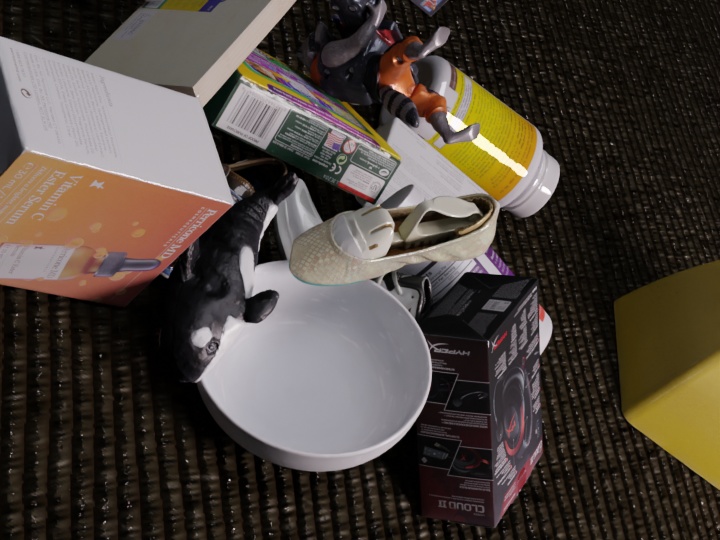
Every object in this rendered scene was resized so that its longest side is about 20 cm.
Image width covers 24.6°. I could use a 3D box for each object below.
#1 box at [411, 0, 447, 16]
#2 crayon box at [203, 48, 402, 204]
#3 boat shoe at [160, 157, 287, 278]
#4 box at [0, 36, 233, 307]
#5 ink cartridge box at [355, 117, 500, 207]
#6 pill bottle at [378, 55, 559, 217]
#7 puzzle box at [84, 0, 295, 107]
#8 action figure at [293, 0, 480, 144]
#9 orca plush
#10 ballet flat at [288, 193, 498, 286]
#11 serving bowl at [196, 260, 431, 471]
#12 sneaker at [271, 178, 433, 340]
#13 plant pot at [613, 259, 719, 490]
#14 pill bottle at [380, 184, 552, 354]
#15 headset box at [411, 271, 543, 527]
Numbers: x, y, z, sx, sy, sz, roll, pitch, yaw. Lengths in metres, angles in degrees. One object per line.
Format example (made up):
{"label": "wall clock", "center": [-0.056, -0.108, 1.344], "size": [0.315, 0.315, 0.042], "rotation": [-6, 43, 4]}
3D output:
{"label": "box", "center": [0.027, -0.420, 2.046], "size": [0.199, 0.038, 0.137], "rotation": [35, 35, -24]}
{"label": "crayon box", "center": [-0.080, -0.155, 1.560], "size": [0.199, 0.059, 0.173], "rotation": [25, 14, -36]}
{"label": "boat shoe", "center": [-0.127, -0.058, 1.443], "size": [0.072, 0.072, 0.200], "rotation": [47, 31, -3]}
{"label": "box", "center": [-0.225, -0.068, 1.252], "size": [0.199, 0.152, 0.107], "rotation": [13, 47, -45]}
{"label": "ink cartridge box", "center": [0.056, -0.034, 1.702], "size": [0.162, 0.050, 0.201], "rotation": [37, 52, -22]}
{"label": "pill bottle", "center": [0.123, -0.140, 1.814], "size": [0.199, 0.109, 0.110], "rotation": [32, 36, -27]}
{"label": "puzzle box", "center": [-0.152, -0.212, 1.482], "size": [0.200, 0.132, 0.026], "rotation": [-55, 141, -41]}
{"label": "action figure", "center": [0.007, -0.202, 1.554], "size": [0.105, 0.193, 0.200], "rotation": [-52, 133, -18]}
{"label": "orca plush", "center": [-0.112, -0.011, 1.325], "size": [0.200, 0.105, 0.071], "rotation": [-53, 141, -24]}
{"label": "ballet flat", "center": [0.029, -0.036, 1.409], "size": [0.198, 0.063, 0.068], "rotation": [-11, 56, -28]}
{"label": "serving bowl", "center": [-0.044, 0.088, 1.366], "size": [0.198, 0.066, 0.201], "rotation": [7, 48, -8]}
{"label": "sneaker", "center": [0.000, 0.000, 1.461], "size": [0.076, 0.114, 0.202], "rotation": [-22, 92, -76]}
{"label": "plant pot", "center": [0.424, 0.104, 1.884], "size": [0.199, 0.176, 0.201], "rotation": [35, 35, -23]}
{"label": "pill bottle", "center": [0.086, 0.017, 1.590], "size": [0.200, 0.112, 0.113], "rotation": [49, 31, -11]}
{"label": "headset box", "center": [0.108, 0.122, 1.481], "size": [0.149, 0.074, 0.202], "rotation": [-44, 134, -58]}
